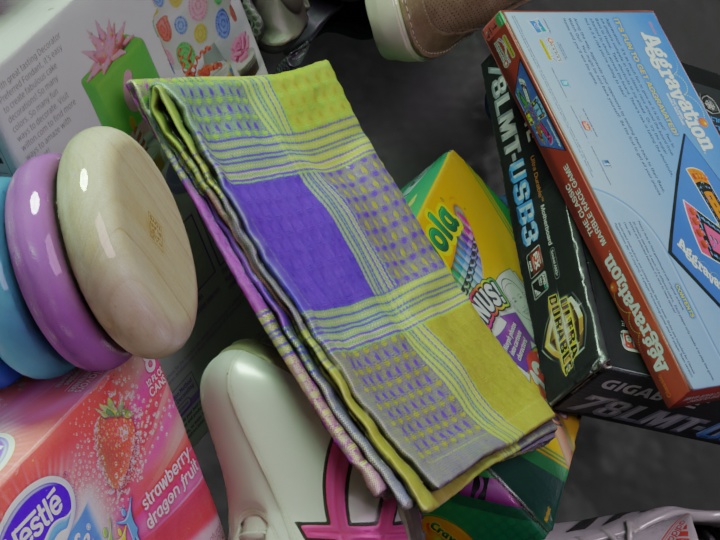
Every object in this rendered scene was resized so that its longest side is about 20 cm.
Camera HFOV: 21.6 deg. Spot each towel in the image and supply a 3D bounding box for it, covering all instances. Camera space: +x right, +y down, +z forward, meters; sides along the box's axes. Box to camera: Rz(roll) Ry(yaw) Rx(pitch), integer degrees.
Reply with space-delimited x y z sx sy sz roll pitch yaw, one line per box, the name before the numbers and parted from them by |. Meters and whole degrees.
towel | 0.000 0.000 0.753 0.200 0.023 0.144 58 29 12

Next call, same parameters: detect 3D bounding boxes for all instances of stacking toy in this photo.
stacking toy | -0.164 0.016 0.683 0.085 0.200 0.086 -18 90 -78

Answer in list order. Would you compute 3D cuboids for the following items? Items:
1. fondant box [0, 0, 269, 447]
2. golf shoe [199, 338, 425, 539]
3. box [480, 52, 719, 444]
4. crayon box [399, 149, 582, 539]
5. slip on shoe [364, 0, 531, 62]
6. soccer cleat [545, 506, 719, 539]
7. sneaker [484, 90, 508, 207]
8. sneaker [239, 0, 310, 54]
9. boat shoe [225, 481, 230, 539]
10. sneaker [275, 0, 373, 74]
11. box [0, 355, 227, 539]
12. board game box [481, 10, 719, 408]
fondant box | -0.094 -0.036 0.785 0.144 0.058 0.200 -51 135 -38
golf shoe | -0.017 0.124 0.726 0.092 0.073 0.200 -28 96 -39
box | 0.163 -0.012 0.912 0.200 0.050 0.199 13 51 -29
crayon box | 0.042 0.039 0.857 0.119 0.058 0.200 46 28 -10
slip on shoe | 0.061 -0.156 0.959 0.200 0.060 0.076 -34 115 -61
soccer cleat | 0.116 0.143 0.889 0.200 0.085 0.069 -4 72 -35
sneaker | 0.114 -0.022 0.978 0.085 0.077 0.200 -4 63 -31
sneaker | -0.067 -0.165 0.816 0.114 0.200 0.076 19 40 14
boat shoe | -0.033 0.143 0.798 0.069 0.071 0.200 -4 73 -37
sneaker | -0.053 -0.158 0.915 0.200 0.078 0.140 8 65 -31
box | -0.145 0.113 0.675 0.200 0.095 0.103 -49 127 -52
board game box | 0.137 -0.034 0.861 0.103 0.019 0.200 -6 62 -36
